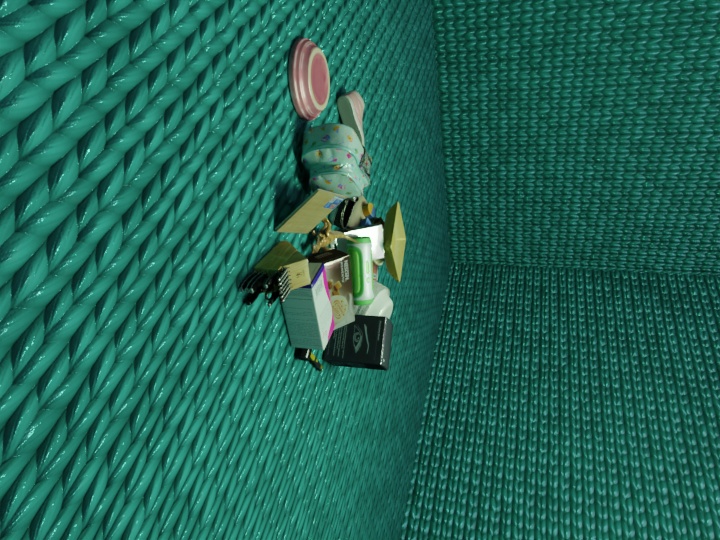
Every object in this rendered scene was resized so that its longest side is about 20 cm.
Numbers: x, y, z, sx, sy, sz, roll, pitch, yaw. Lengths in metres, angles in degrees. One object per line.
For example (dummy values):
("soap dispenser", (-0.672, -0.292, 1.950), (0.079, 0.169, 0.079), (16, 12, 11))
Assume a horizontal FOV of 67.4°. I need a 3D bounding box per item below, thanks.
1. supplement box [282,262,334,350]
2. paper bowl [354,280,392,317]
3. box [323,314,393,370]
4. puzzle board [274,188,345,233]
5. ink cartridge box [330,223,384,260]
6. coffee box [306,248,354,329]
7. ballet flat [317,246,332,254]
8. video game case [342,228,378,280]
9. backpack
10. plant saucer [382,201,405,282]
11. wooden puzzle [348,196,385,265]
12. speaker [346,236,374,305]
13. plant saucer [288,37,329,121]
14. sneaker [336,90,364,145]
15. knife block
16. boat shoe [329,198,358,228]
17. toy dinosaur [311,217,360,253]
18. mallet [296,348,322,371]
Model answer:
("supplement box", (-0.137, 0.093, 1.405), (0.102, 0.100, 0.206), (-62, 149, -54))
("paper bowl", (0.041, 0.148, 1.882), (0.202, 0.102, 0.203), (-52, 158, -30))
("box", (-0.004, 0.224, 1.693), (0.104, 0.193, 0.153), (50, 46, -64))
("puzzle board", (-0.125, -0.150, 1.379), (0.018, 0.150, 0.199), (51, 15, 8))
("ink cartridge box", (-0.018, -0.080, 1.744), (0.194, 0.050, 0.113), (-13, 106, -27))
("coffee box", (-0.087, 0.056, 1.522), (0.112, 0.079, 0.207), (-19, 116, -34))
("ballet flat", (-0.084, -0.022, 1.636), (0.200, 0.066, 0.075), (48, 38, -60))
("video game case", (0.001, -0.052, 1.846), (0.197, 0.017, 0.149), (14, 77, -51))
("backpack", (-0.070, -0.288, 1.444), (0.202, 0.170, 0.158), (60, 33, -53))
("plant saucer", (0.113, -0.098, 1.882), (0.203, 0.047, 0.205), (72, 24, -51))
("wooden puzzle", (0.037, -0.148, 1.861), (0.201, 0.045, 0.188), (49, 36, -25))
("speaker", (0.000, 0.000, 1.685), (0.088, 0.085, 0.208), (-25, 114, -70))
("plant saucer", (-0.128, -0.502, 1.421), (0.200, 0.049, 0.209), (2, 90, -72))
("sneaker", (-0.017, -0.479, 1.742), (0.105, 0.073, 0.205), (-57, 142, -48))
("knife block", (-0.211, 0.009, 1.245), (0.199, 0.171, 0.066), (38, -42, 54))
("boat shoe", (-0.031, -0.225, 1.649), (0.068, 0.056, 0.205), (3, 113, -61))
("toy dinosaur", (-0.091, -0.100, 1.537), (0.198, 0.059, 0.110), (-26, 102, -48))
("mallet", (-0.139, 0.257, 1.538), (0.202, 0.040, 0.068), (75, 23, -53))
